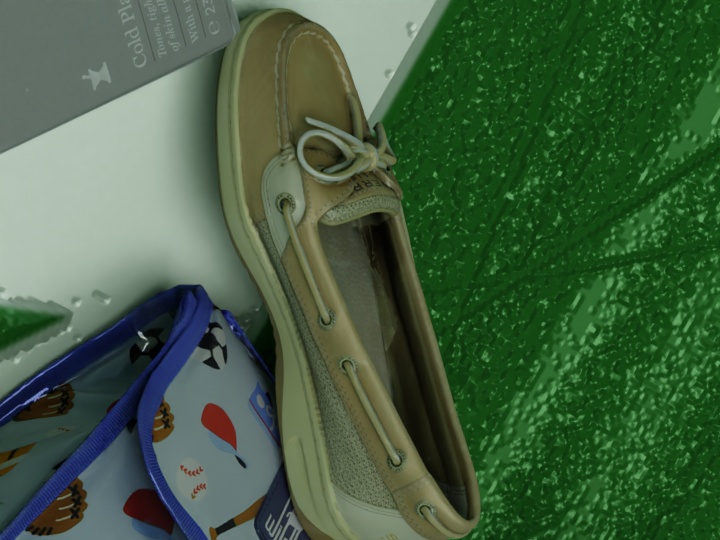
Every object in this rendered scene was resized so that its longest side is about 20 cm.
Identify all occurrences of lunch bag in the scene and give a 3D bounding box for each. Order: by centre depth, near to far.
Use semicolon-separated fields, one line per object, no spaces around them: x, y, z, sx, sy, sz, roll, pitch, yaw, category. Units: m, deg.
-0.083;0.127;0.976;0.200;0.124;0.170;-43;115;-24;lunch bag

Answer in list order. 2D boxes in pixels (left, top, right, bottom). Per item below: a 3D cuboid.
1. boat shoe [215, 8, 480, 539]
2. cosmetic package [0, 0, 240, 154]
-0.001;0.001;0.971;0.073;0.063;0.202;-4;84;-53;boat shoe
-0.151;-0.089;0.881;0.200;0.090;0.107;-32;116;-33;cosmetic package
